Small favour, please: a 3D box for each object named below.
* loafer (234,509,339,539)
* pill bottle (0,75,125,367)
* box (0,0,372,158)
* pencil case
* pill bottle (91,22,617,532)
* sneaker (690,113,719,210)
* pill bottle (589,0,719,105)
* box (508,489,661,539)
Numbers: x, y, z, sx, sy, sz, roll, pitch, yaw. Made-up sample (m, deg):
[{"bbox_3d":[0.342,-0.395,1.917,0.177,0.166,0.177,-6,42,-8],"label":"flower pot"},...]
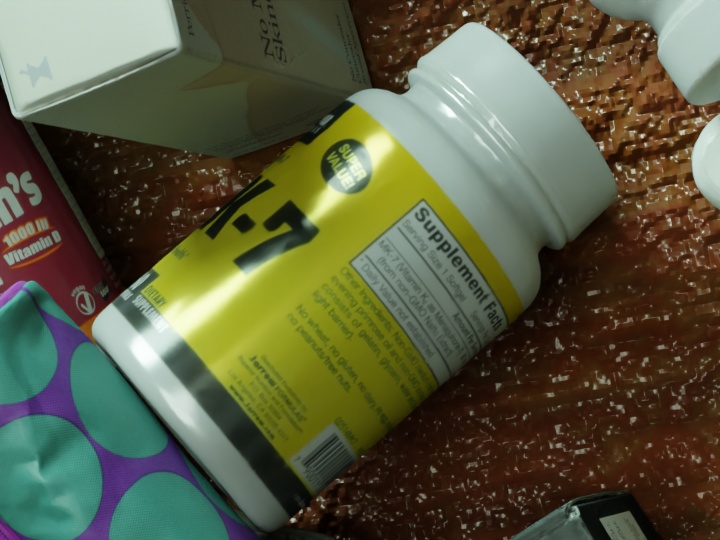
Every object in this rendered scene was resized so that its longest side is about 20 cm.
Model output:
[{"bbox_3d":[-0.097,0.122,1.156,0.199,0.070,0.076,19,82,-14],"label":"loafer"},{"bbox_3d":[-0.185,-0.031,1.183,0.109,0.110,0.201,-26,100,19],"label":"pill bottle"},{"bbox_3d":[-0.074,-0.106,1.121,0.077,0.200,0.096,-19,82,20],"label":"box"},{"bbox_3d":[-0.099,0.104,1.075,0.200,0.085,0.092,48,64,-8],"label":"pencil case"},{"bbox_3d":[0.000,0.000,1.113,0.200,0.114,0.114,-41,74,-6],"label":"pill bottle"},{"bbox_3d":[0.222,-0.037,1.065,0.199,0.087,0.075,7,93,22],"label":"sneaker"},{"bbox_3d":[0.116,-0.172,1.094,0.116,0.116,0.201,-36,77,17],"label":"pill bottle"},{"bbox_3d":[0.084,0.216,1.115,0.163,0.086,0.201,-35,77,18],"label":"box"}]
